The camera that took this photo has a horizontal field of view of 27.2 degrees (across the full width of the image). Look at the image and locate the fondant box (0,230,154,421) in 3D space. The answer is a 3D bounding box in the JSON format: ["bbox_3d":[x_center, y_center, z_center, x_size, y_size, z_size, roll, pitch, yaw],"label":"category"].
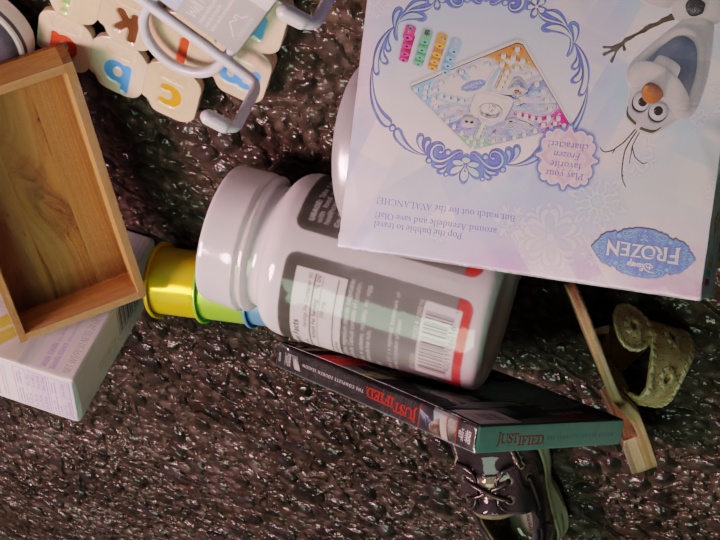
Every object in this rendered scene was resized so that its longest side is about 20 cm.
[{"bbox_3d":[-0.276,0.016,1.146,0.199,0.145,0.058,16,143,11],"label":"fondant box"}]

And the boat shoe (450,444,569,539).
[{"bbox_3d":[0.113,0.171,1.179,0.072,0.065,0.200,2,137,30],"label":"boat shoe"}]

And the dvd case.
[{"bbox_3d":[0.058,0.083,1.013,0.146,0.022,0.200,3,-170,-43],"label":"dvd case"}]

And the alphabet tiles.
[{"bbox_3d":[-0.141,-0.179,0.939,0.199,0.015,0.196,25,143,0],"label":"alphabet tiles"}]

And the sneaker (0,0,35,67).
[{"bbox_3d":[-0.297,-0.123,1.035,0.078,0.080,0.200,42,143,-17],"label":"sneaker"}]

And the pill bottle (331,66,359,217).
[{"bbox_3d":[0.094,-0.063,0.863,0.199,0.116,0.116,8,141,21],"label":"pill bottle"}]

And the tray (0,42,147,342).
[{"bbox_3d":[-0.223,-0.051,1.033,0.098,0.037,0.200,-21,130,-12],"label":"tray"}]

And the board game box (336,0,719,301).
[{"bbox_3d":[0.096,-0.097,0.776,0.199,0.200,0.043,9,-176,21],"label":"board game box"}]

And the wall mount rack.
[{"bbox_3d":[-0.112,-0.170,0.859,0.174,0.075,0.200,33,142,-11],"label":"wall mount rack"}]

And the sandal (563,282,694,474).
[{"bbox_3d":[0.195,0.063,1.019,0.069,0.078,0.212,-21,139,5],"label":"sandal"}]

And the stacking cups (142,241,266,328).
[{"bbox_3d":[-0.061,0.017,1.100,0.199,0.061,0.061,6,140,20],"label":"stacking cups"}]

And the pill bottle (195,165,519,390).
[{"bbox_3d":[0.000,0.000,0.995,0.199,0.114,0.114,16,143,12],"label":"pill bottle"}]
